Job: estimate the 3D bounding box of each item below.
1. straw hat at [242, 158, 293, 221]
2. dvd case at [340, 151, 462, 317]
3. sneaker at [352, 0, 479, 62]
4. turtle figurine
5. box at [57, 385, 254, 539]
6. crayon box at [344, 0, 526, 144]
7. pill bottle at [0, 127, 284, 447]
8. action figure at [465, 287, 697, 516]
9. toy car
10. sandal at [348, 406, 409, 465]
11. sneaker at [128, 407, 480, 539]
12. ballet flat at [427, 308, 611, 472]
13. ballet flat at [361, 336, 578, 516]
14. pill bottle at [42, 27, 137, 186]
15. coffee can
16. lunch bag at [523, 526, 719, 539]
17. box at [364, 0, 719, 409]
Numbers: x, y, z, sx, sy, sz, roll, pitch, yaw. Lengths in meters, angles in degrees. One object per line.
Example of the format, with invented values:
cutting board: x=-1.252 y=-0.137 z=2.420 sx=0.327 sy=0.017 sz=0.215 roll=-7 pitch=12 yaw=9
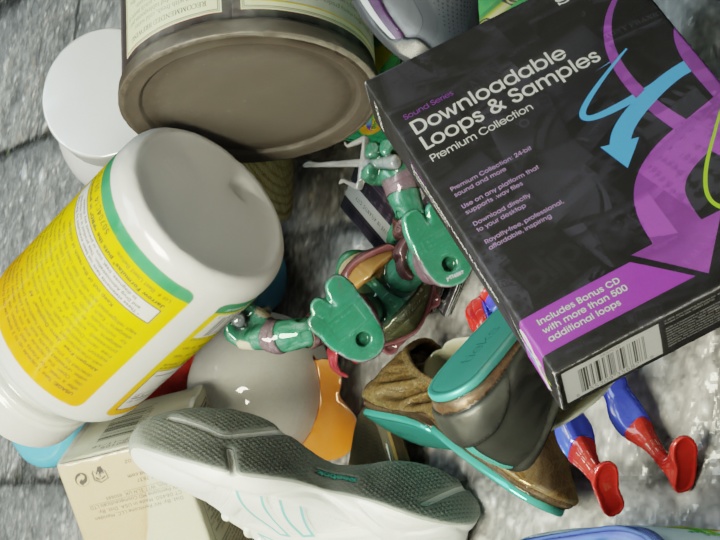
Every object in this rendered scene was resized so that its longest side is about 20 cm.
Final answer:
straw hat: x=-0.044 y=-0.131 z=1.297 sx=0.085 sy=0.201 sz=0.202 roll=-19 pitch=54 yaw=11
dvd case: x=0.053 y=-0.094 z=1.183 sx=0.149 sy=0.016 sz=0.200 roll=50 pitch=124 yaw=54
sneaker: x=0.035 y=-0.194 z=1.039 sx=0.088 sy=0.074 sz=0.200 roll=-47 pitch=42 yaw=36
turtle figurine: x=0.000 y=0.000 z=1.133 sx=0.150 sy=0.101 sz=0.200 roll=-58 pitch=13 yaw=-3
box: x=-0.108 y=0.183 z=1.205 sx=0.095 sy=0.078 sz=0.201 roll=-64 pitch=-41 yaw=-73
crayon box: x=0.043 y=-0.177 z=1.149 sx=0.200 sy=0.058 sz=0.119 roll=-48 pitch=42 yaw=43
pill bottle: x=-0.145 y=0.017 z=1.142 sx=0.200 sy=0.113 sz=0.113 roll=-42 pitch=45 yaw=34
action figure: x=0.101 y=0.041 z=0.999 sx=0.200 sy=0.065 sz=0.052 roll=-124 pitch=17 yaw=-53
toy car: x=-0.089 y=0.080 z=1.282 sx=0.200 sy=0.184 sz=0.177 roll=31 pitch=111 yaw=31
sandal: x=-0.015 y=0.177 z=1.182 sx=0.080 sy=0.054 sz=0.201 roll=42 pitch=118 yaw=58
sneaker: x=-0.038 y=0.137 z=1.107 sx=0.070 sy=0.200 sz=0.080 roll=-65 pitch=-8 yaw=-63
ballet flat: x=0.106 y=0.014 z=0.940 sx=0.200 sy=0.068 sz=0.068 roll=-51 pitch=20 yaw=-21
ballet flat: x=0.066 y=0.073 z=1.069 sx=0.072 sy=0.068 sz=0.200 roll=-61 pitch=24 yaw=-4
pill bottle: x=-0.133 y=-0.091 z=1.313 sx=0.200 sy=0.112 sz=0.113 roll=38 pitch=-125 yaw=-71
coffee can: x=-0.067 y=-0.184 z=1.137 sx=0.146 sy=0.146 sz=0.201 roll=-39 pitch=48 yaw=52
lunch bag: x=0.112 y=0.216 z=0.877 sx=0.161 sy=0.082 sz=0.201 roll=-16 pitch=71 yaw=60
box: x=0.106 y=-0.047 z=0.909 sx=0.200 sy=0.143 sz=0.036 roll=58 pitch=173 yaw=38
